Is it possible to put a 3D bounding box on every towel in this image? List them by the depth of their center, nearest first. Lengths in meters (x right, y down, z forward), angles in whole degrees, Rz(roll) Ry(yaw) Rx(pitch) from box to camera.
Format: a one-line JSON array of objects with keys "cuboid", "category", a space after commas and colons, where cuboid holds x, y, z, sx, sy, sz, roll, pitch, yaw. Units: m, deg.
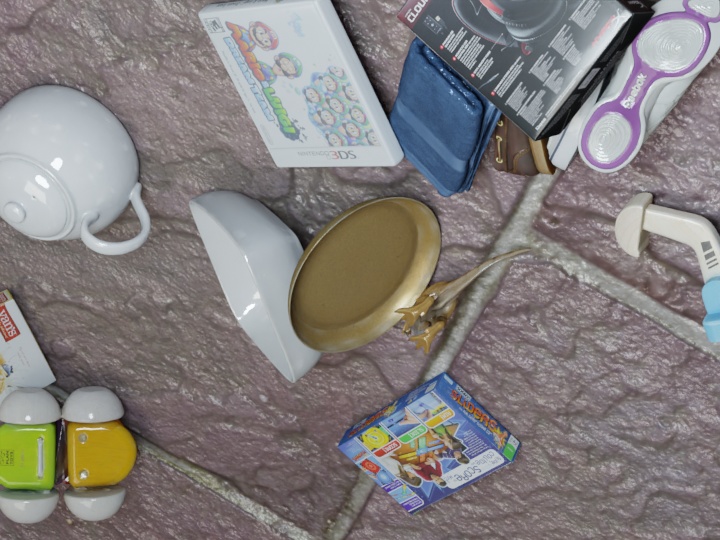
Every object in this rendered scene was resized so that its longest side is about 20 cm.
[{"cuboid": [0.082, -0.154, 1.664, 0.112, 0.048, 0.200, 46, 162, 12], "category": "towel"}]

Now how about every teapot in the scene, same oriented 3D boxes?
[{"cuboid": [-0.358, -0.104, 1.930, 0.199, 0.146, 0.198, -11, 122, 34], "category": "teapot"}]

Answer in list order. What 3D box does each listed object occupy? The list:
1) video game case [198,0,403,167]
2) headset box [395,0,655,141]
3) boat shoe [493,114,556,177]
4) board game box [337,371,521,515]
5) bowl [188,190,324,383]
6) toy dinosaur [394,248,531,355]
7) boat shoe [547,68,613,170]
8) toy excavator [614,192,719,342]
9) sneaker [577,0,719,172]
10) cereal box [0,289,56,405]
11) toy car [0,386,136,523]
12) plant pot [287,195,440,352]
[{"cuboid": [-0.063, -0.194, 1.746, 0.181, 0.024, 0.201, 3, 130, 44], "category": "video game case"}, {"cuboid": [0.141, -0.240, 1.522, 0.200, 0.075, 0.149, 43, 114, 13], "category": "headset box"}, {"cuboid": [0.146, -0.176, 1.638, 0.070, 0.071, 0.201, 5, 128, 22], "category": "boat shoe"}, {"cuboid": [0.081, 0.214, 2.042, 0.135, 0.035, 0.200, 44, 135, -12], "category": "board game box"}, {"cuboid": [-0.107, 0.005, 1.890, 0.200, 0.074, 0.201, 40, 155, 56], "category": "bowl"}, {"cuboid": [0.091, 0.030, 1.846, 0.060, 0.106, 0.200, 44, 142, -4], "category": "toy dinosaur"}, {"cuboid": [0.203, -0.189, 1.598, 0.065, 0.072, 0.201, 23, 134, 11], "category": "boat shoe"}, {"cuboid": [0.371, 0.005, 1.672, 0.193, 0.100, 0.201, -11, 109, 33], "category": "toy excavator"}, {"cuboid": [0.272, -0.187, 1.564, 0.075, 0.100, 0.200, 38, 113, 4], "category": "sneaker"}, {"cuboid": [-0.520, 0.132, 2.208, 0.040, 0.199, 0.144, 45, 160, 55], "category": "cereal box"}, {"cuboid": [-0.404, 0.239, 2.251, 0.199, 0.150, 0.176, -1, 98, -13], "category": "toy car"}, {"cuboid": [0.000, 0.000, 1.812, 0.027, 0.199, 0.201, 44, 148, 39], "category": "plant pot"}]
